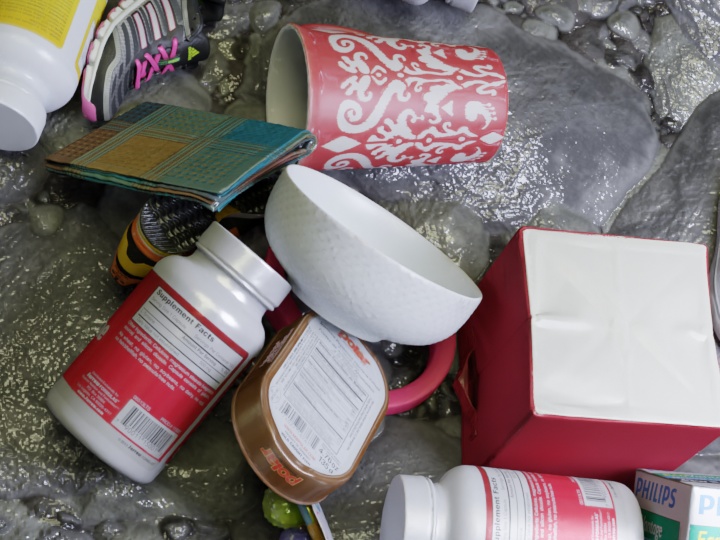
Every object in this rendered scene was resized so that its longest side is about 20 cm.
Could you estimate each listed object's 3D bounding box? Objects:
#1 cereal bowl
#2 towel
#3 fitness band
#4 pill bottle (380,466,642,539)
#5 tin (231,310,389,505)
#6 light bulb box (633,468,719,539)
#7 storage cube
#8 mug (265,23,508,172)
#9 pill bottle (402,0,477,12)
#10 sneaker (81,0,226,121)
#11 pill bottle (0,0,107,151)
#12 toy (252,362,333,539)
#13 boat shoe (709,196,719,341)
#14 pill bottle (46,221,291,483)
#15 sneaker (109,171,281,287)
[{"bbox_3d":[0.000,0.000,1.320,0.199,0.200,0.084,34,101,3],"label":"cereal bowl"},{"bbox_3d":[-0.155,-0.101,1.358,0.199,0.022,0.146,13,33,33],"label":"towel"},{"bbox_3d":[-0.002,0.035,1.408,0.143,0.037,0.201,-31,77,-28],"label":"fitness band"},{"bbox_3d":[0.122,0.221,1.298,0.198,0.112,0.113,8,64,-11],"label":"pill bottle"},{"bbox_3d":[-0.036,0.106,1.264,0.112,0.042,0.200,53,29,-12],"label":"tin"},{"bbox_3d":[0.326,0.274,1.293,0.196,0.125,0.202,6,88,-12],"label":"light bulb box"},{"bbox_3d":[0.191,0.083,1.353,0.198,0.180,0.172,6,64,-13],"label":"storage cube"},{"bbox_3d":[0.023,-0.175,1.459,0.198,0.134,0.179,0,66,-19],"label":"mug"},{"bbox_3d":[0.033,-0.328,1.544,0.199,0.112,0.113,23,62,-3],"label":"pill bottle"},{"bbox_3d":[-0.186,-0.209,1.450,0.087,0.074,0.201,25,57,5],"label":"sneaker"},{"bbox_3d":[-0.295,-0.212,1.402,0.111,0.112,0.201,17,62,-6],"label":"pill bottle"},{"bbox_3d":[-0.058,0.183,1.286,0.047,0.115,0.201,-20,72,0],"label":"toy"},{"bbox_3d":[0.381,-0.013,1.509,0.071,0.069,0.201,18,62,-6],"label":"boat shoe"},{"bbox_3d":[-0.150,0.063,1.273,0.112,0.112,0.200,40,86,6],"label":"pill bottle"},{"bbox_3d":[-0.145,-0.044,1.389,0.070,0.090,0.200,53,38,4],"label":"sneaker"}]
